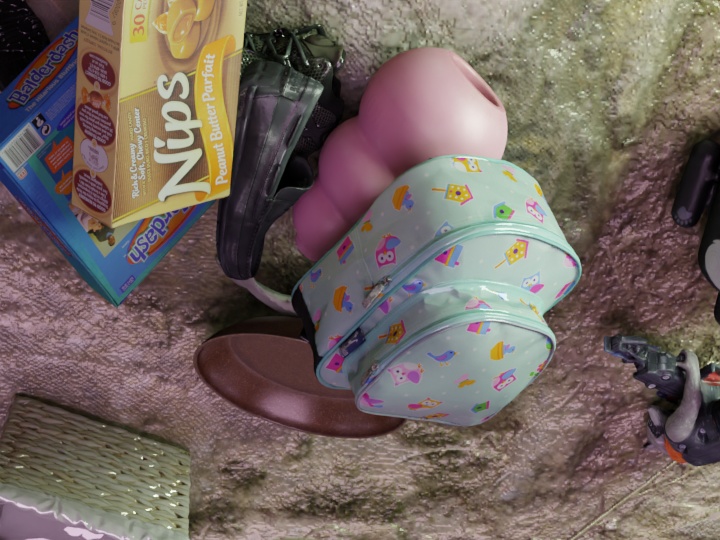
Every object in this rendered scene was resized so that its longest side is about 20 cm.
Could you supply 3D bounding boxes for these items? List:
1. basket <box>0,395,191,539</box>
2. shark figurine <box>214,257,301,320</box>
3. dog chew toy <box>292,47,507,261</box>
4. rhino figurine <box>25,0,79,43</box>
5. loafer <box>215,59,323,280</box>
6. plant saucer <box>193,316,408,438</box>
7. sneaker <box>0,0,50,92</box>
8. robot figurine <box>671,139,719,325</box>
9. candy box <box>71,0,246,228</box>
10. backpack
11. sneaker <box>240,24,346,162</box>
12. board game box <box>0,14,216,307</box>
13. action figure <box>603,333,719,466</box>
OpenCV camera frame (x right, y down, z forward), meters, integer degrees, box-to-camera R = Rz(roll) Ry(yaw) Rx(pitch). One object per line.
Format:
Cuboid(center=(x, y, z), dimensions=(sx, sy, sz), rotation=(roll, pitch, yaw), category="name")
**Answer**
Cuboid(center=(-0.270, 0.254, 1.334), dimensions=(0.198, 0.161, 0.200), rotation=(20, 119, -11), category="basket")
Cuboid(center=(-0.015, 0.017, 1.251), dimensions=(0.211, 0.090, 0.130), rotation=(-12, 87, -3), category="shark figurine")
Cuboid(center=(0.023, -0.083, 1.155), dimensions=(0.124, 0.125, 0.200), rotation=(40, 108, -22), category="dog chew toy")
Cuboid(center=(-0.226, -0.214, 1.100), dimensions=(0.059, 0.088, 0.201), rotation=(-25, 118, 13), category="rhino figurine")
Cuboid(center=(-0.072, -0.070, 1.128), dimensions=(0.069, 0.068, 0.202), rotation=(14, 129, 1), category="loafer")
Cuboid(center=(-0.049, 0.090, 1.271), dimensions=(0.198, 0.037, 0.201), rotation=(12, 153, 6), category="plant saucer")
Cuboid(center=(-0.258, -0.129, 1.157), dimensions=(0.059, 0.104, 0.202), rotation=(-24, 83, -14), category="sneaker")
Cuboid(center=(0.353, -0.044, 1.191), dimensions=(0.148, 0.125, 0.202), rotation=(-3, 122, -20), category="robot figurine")
Cuboid(center=(-0.143, -0.141, 1.025), dimensions=(0.115, 0.055, 0.202), rotation=(-19, 127, -43), category="candy box")
Cuboid(center=(0.066, 0.016, 1.085), dimensions=(0.174, 0.154, 0.201), rotation=(14, 125, -37), category="backpack")
Cuboid(center=(-0.086, -0.174, 1.136), dimensions=(0.114, 0.077, 0.199), rotation=(-41, 116, 19), category="sneaker")
Cuboid(center=(-0.190, -0.088, 1.092), dimensions=(0.152, 0.045, 0.201), rotation=(-48, 142, -15), category="board game box")
Cuboid(center=(0.308, 0.123, 1.275), dimensions=(0.198, 0.106, 0.193), rotation=(21, 154, -18), category="action figure")
